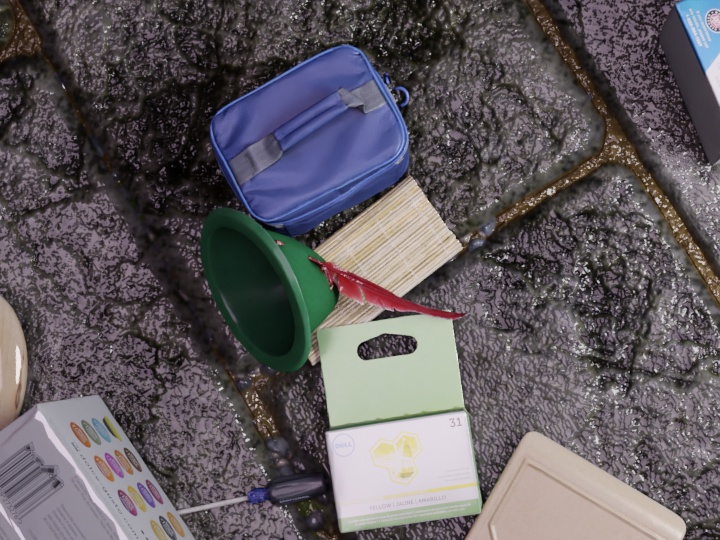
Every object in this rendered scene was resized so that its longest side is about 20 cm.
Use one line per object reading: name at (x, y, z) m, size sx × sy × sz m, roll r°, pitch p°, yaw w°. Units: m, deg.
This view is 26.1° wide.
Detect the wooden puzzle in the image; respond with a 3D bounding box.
wooden puzzle at (0.197, 0.288, 1.538) m, size 0.184 × 0.037 × 0.201 m, roll 30°, pitch 84°, yaw 7°

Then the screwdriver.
screwdriver at (-0.129, 0.233, 1.571) m, size 0.198 × 0.029 × 0.028 m, roll -12°, pitch 84°, yaw 3°

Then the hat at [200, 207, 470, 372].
hat at (-0.038, -0.003, 1.557) m, size 0.175 × 0.165 × 0.201 m, roll -29°, pitch 100°, yaw -31°

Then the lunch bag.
lunch bag at (-0.041, -0.129, 1.542) m, size 0.199 × 0.132 × 0.136 m, roll -30°, pitch 83°, yaw 2°

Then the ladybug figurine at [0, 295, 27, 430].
ladybug figurine at (-0.402, 0.114, 1.581) m, size 0.135 × 0.072 × 0.202 m, roll 11°, pitch 85°, yaw 5°

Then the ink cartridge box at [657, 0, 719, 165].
ink cartridge box at (0.414, -0.215, 1.505) m, size 0.199 × 0.145 × 0.148 m, roll -22°, pitch 83°, yaw 2°

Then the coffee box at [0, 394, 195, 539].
coffee box at (-0.303, 0.259, 1.495) m, size 0.199 × 0.198 × 0.200 m, roll -36°, pitch 84°, yaw 5°

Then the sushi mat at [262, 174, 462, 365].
sushi mat at (0.000, 0.000, 1.588) m, size 0.200 × 0.012 × 0.096 m, roll -38°, pitch 84°, yaw 1°

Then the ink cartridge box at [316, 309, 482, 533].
ink cartridge box at (0.036, 0.150, 1.548) m, size 0.144 × 0.048 × 0.202 m, roll -9°, pitch 91°, yaw 5°
